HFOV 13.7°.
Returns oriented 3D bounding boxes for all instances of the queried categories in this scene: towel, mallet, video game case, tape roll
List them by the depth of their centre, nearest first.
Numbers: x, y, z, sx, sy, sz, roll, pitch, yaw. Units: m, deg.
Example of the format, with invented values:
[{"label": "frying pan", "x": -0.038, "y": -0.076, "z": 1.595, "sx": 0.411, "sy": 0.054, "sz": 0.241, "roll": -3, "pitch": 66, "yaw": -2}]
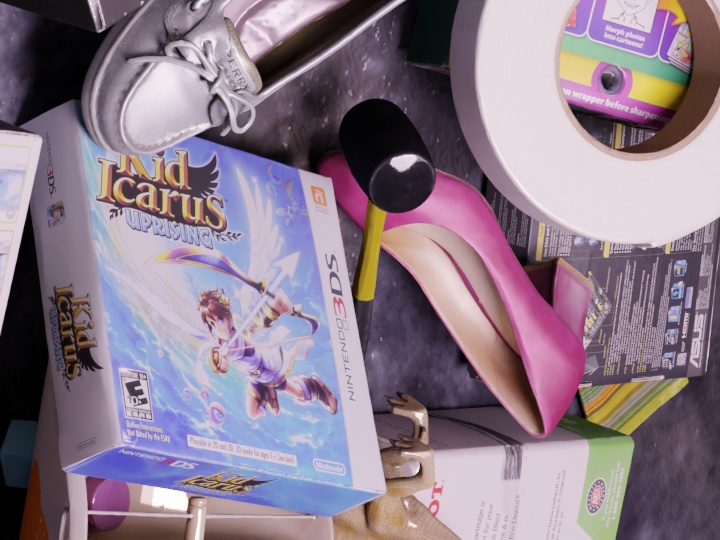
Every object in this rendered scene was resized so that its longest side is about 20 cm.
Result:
[{"label": "video game case", "x": -0.078, "y": 0.022, "z": 1.511, "sx": 0.200, "sy": 0.045, "sz": 0.182, "roll": 15, "pitch": 57, "yaw": -49}, {"label": "mallet", "x": 0.000, "y": 0.000, "z": 1.622, "sx": 0.041, "sy": 0.066, "sz": 0.200, "roll": -1, "pitch": 129, "yaw": -17}, {"label": "tape roll", "x": 0.145, "y": -0.114, "z": 1.629, "sx": 0.202, "sy": 0.037, "sz": 0.203, "roll": -3, "pitch": 97, "yaw": -23}, {"label": "towel", "x": 0.154, "y": 0.016, "z": 1.852, "sx": 0.086, "sy": 0.018, "sz": 0.200, "roll": -42, "pitch": 131, "yaw": -30}]

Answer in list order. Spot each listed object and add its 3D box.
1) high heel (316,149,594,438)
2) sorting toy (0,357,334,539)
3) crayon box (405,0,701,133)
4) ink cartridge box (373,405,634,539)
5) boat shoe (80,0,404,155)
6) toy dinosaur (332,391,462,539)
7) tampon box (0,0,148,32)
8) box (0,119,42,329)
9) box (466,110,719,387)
[{"label": "high heel", "x": 0.047, "y": 0.011, "z": 1.659, "sx": 0.200, "sy": 0.067, "sz": 0.096, "roll": 35, "pitch": 58, "yaw": -33}, {"label": "sorting toy", "x": -0.112, "y": 0.073, "z": 1.535, "sx": 0.200, "sy": 0.107, "sz": 0.180, "roll": 7, "pitch": 83, "yaw": -52}, {"label": "crayon box", "x": 0.143, "y": -0.173, "z": 1.673, "sx": 0.200, "sy": 0.058, "sz": 0.173, "roll": 14, "pitch": 91, "yaw": -25}, {"label": "ink cartridge box", "x": 0.057, "y": 0.160, "z": 1.753, "sx": 0.200, "sy": 0.084, "sz": 0.146, "roll": 0, "pitch": 104, "yaw": -47}, {"label": "boat shoe", "x": -0.045, "y": -0.120, "z": 1.459, "sx": 0.202, "sy": 0.065, "sz": 0.075, "roll": -34, "pitch": 128, "yaw": -16}, {"label": "toy dinosaur", "x": 0.014, "y": 0.124, "z": 1.632, "sx": 0.058, "sy": 0.200, "sz": 0.101, "roll": -54, "pitch": 161, "yaw": -59}, {"label": "tampon box", "x": -0.140, "y": -0.210, "z": 1.305, "sx": 0.150, "sy": 0.200, "sz": 0.126, "roll": -38, "pitch": 130, "yaw": -32}, {"label": "box", "x": -0.235, "y": 0.018, "z": 1.361, "sx": 0.101, "sy": 0.112, "sz": 0.200, "roll": 3, "pitch": 104, "yaw": -47}, {"label": "box", "x": 0.147, "y": -0.032, "z": 1.780, "sx": 0.161, "sy": 0.049, "sz": 0.200, "roll": -5, "pitch": 105, "yaw": -40}]
